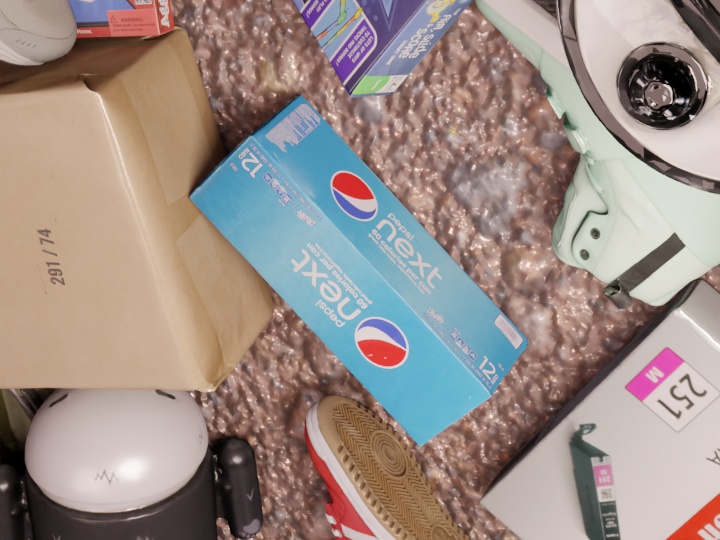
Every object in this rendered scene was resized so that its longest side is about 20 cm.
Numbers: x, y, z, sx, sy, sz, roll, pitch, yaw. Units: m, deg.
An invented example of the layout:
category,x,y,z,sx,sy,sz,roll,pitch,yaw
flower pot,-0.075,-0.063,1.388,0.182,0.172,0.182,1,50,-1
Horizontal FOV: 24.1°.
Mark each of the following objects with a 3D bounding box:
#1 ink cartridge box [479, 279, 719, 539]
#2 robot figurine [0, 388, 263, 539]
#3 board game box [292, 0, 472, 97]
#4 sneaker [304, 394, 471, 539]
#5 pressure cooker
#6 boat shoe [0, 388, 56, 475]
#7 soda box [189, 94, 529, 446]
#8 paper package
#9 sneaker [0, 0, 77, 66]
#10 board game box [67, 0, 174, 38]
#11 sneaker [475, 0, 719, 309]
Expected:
category,x,y,z,sx,sy,sz,roll,pitch,yaw
ink cartridge box,0.191,0.127,0.960,0.174,0.044,0.200,41,128,3
robot figurine,-0.156,0.160,1.118,0.125,0.150,0.200,23,128,36
board game box,0.026,-0.200,0.830,0.200,0.034,0.135,-46,65,39
sneaker,0.003,0.177,1.072,0.112,0.071,0.200,-30,103,34
pressure cooker,0.175,-0.123,0.713,0.176,0.200,0.179,11,115,14
boat shoe,-0.229,0.137,1.177,0.072,0.066,0.201,5,119,25
soda box,0.000,0.000,0.976,0.200,0.064,0.068,48,129,-3
paper package,-0.175,-0.032,1.028,0.190,0.103,0.200,-3,116,29
sneaker,-0.196,-0.194,0.908,0.092,0.076,0.200,-13,135,20
board game box,-0.206,-0.189,1.000,0.200,0.019,0.103,2,110,28
sneaker,0.112,-0.064,0.869,0.200,0.074,0.118,41,122,-1
